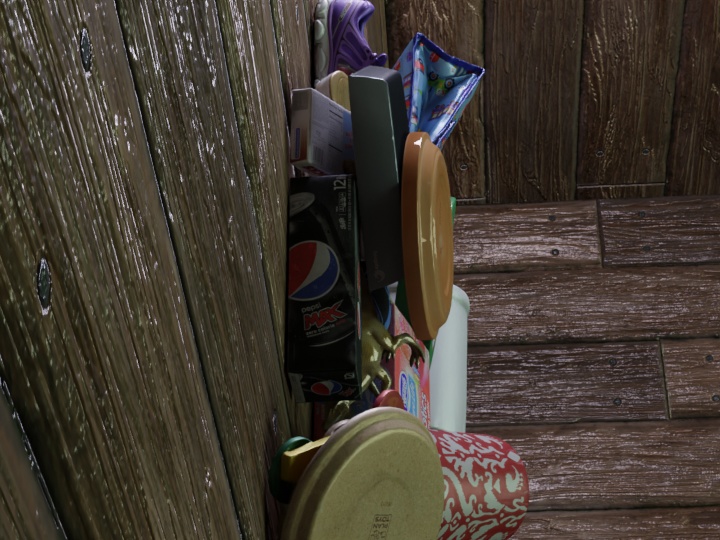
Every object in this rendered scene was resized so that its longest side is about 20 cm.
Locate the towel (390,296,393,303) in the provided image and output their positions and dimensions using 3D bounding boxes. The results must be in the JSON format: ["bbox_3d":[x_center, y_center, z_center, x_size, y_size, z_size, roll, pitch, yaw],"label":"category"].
[{"bbox_3d":[0.000,0.000,1.813,0.150,0.036,0.200,63,2,7],"label":"towel"}]

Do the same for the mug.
[{"bbox_3d":[0.045,0.212,1.507,0.199,0.176,0.135,7,70,-50],"label":"mug"}]

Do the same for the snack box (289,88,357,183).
[{"bbox_3d":[-0.012,-0.115,1.566,0.200,0.024,0.073,24,65,-62],"label":"snack box"}]

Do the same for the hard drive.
[{"bbox_3d":[0.023,-0.092,1.529,0.135,0.042,0.203,-50,135,-76],"label":"hard drive"}]

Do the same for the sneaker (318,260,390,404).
[{"bbox_3d":[-0.011,0.042,1.602,0.201,0.069,0.079,-75,165,-50],"label":"sneaker"}]

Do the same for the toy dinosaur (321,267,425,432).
[{"bbox_3d":[0.009,0.062,1.510,0.101,0.058,0.202,31,53,-40],"label":"toy dinosaur"}]

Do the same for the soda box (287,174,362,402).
[{"bbox_3d":[-0.032,0.015,1.451,0.071,0.063,0.202,80,8,-60],"label":"soda box"}]

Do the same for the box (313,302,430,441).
[{"bbox_3d":[0.013,0.149,1.657,0.103,0.094,0.202,53,29,-46],"label":"box"}]

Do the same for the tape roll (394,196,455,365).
[{"bbox_3d":[0.071,0.014,1.809,0.200,0.048,0.203,10,90,-85],"label":"tape roll"}]

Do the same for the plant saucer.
[{"bbox_3d":[0.067,-0.034,1.554,0.200,0.032,0.203,-3,90,-81],"label":"plant saucer"}]

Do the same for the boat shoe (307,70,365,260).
[{"bbox_3d":[-0.026,-0.103,1.648,0.071,0.069,0.202,-35,119,-55],"label":"boat shoe"}]

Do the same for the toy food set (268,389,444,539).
[{"bbox_3d":[0.000,0.199,1.287,0.199,0.048,0.200,-13,112,-46],"label":"toy food set"}]

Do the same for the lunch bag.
[{"bbox_3d":[0.047,-0.131,1.747,0.151,0.093,0.201,-55,-168,46],"label":"lunch bag"}]

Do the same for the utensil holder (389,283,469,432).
[{"bbox_3d":[0.059,0.132,2.098,0.170,0.168,0.202,80,11,-67],"label":"utensil holder"}]

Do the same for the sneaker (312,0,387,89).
[{"bbox_3d":[-0.011,-0.211,1.784,0.081,0.082,0.203,57,32,-83],"label":"sneaker"}]
